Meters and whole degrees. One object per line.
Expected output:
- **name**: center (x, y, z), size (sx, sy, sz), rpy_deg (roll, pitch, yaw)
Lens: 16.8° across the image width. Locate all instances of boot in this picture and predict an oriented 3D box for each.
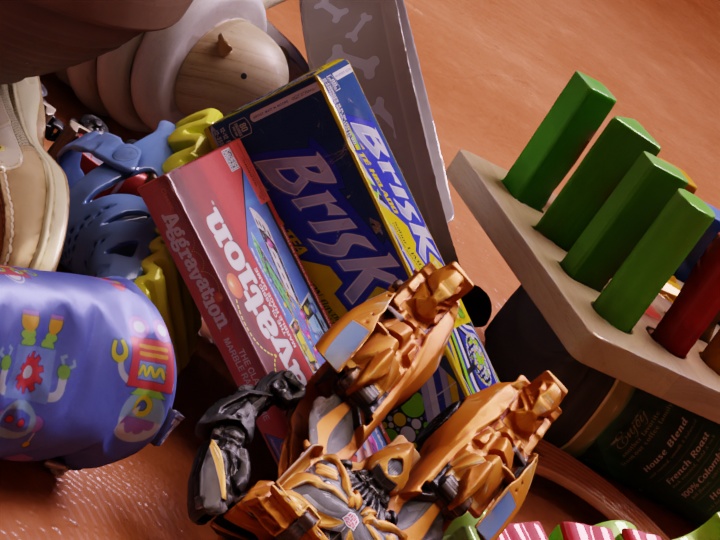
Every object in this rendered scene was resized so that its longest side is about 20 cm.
- **boot**: center (-0.215, -0.058, 1.104), size (0.155, 0.073, 0.201), rpy_deg (21, 32, -29)

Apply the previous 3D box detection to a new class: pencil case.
- **pencil case**: center (-0.159, 0.039, 0.976), size (0.078, 0.088, 0.199), rpy_deg (13, 3, 36)

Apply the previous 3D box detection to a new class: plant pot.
- **plant pot**: center (-0.178, -0.153, 1.134), size (0.200, 0.093, 0.201), rpy_deg (30, 21, -13)

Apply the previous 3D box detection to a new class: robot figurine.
- **robot figurine**: center (0.009, 0.086, 1.089), size (0.145, 0.058, 0.200), rpy_deg (48, 44, -5)

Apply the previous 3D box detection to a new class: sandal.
- **sandal**: center (-0.116, -0.011, 1.190), size (0.086, 0.080, 0.200), rpy_deg (2, 29, 3)

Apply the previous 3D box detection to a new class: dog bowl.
- **dog bowl**: center (0.011, -0.088, 1.434), size (0.200, 0.058, 0.202), rpy_deg (-13, 90, -86)

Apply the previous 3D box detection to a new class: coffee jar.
- **coffee jar**: center (0.167, 0.081, 1.433), size (0.199, 0.086, 0.105), rpy_deg (27, 22, -27)

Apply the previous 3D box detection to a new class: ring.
- **ring**: center (0.116, 0.153, 1.288), size (0.200, 0.019, 0.201), rpy_deg (33, 19, -13)

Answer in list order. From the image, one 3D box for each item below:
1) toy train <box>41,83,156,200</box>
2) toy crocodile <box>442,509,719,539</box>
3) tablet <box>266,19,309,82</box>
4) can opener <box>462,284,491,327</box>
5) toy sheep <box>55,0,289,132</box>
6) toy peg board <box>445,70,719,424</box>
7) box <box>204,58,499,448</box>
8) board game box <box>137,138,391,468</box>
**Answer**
- **toy train**: center (-0.140, -0.055, 1.287), size (0.199, 0.034, 0.046), rpy_deg (32, 33, -20)
- **toy crocodile**: center (0.098, 0.146, 1.167), size (0.199, 0.062, 0.068), rpy_deg (5, 45, -29)
- **tablet**: center (-0.062, -0.143, 1.533), size (0.130, 0.014, 0.200), rpy_deg (45, -2, 19)
- **can opener**: center (0.009, 0.018, 1.363), size (0.063, 0.079, 0.200), rpy_deg (3, 0, 28)
- **toy sheep**: center (-0.120, -0.147, 1.382), size (0.199, 0.139, 0.138), rpy_deg (31, 15, 29)
- **toy peg board**: center (0.180, -0.010, 1.388), size (0.198, 0.098, 0.200), rpy_deg (24, 21, -33)
- **box**: center (0.000, 0.000, 1.228), size (0.201, 0.070, 0.064), rpy_deg (64, 18, -6)
- **board game box**: center (-0.036, 0.038, 1.156), size (0.201, 0.019, 0.103), rpy_deg (63, 21, -4)
